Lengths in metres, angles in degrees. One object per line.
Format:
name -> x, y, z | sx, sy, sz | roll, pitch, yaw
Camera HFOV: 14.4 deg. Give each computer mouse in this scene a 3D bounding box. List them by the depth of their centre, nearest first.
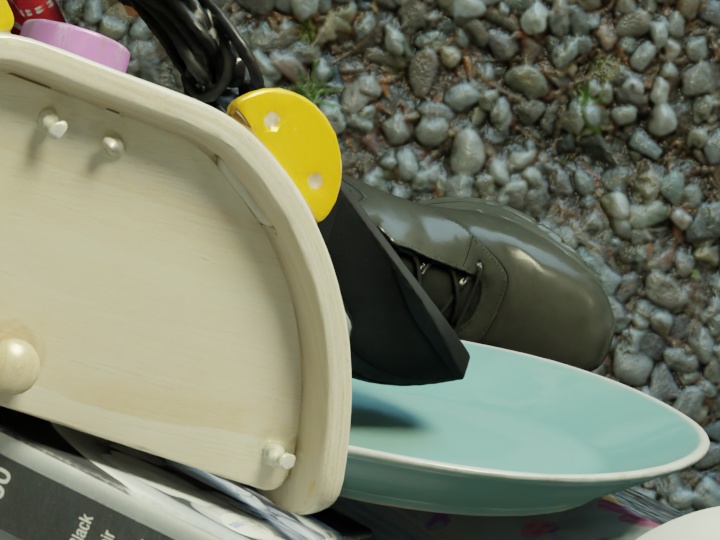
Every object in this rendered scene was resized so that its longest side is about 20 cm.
computer mouse -> -0.044, -0.038, 0.900 | 0.141, 0.046, 0.200 | 48, -4, 42

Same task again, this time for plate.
plate -> 0.013, 0.049, 0.928 | 0.199, 0.026, 0.200 | 9, 10, -2

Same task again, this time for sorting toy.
sorting toy -> -0.110, -0.024, 0.804 | 0.199, 0.108, 0.180 | 20, 0, -26

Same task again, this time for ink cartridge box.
ink cartridge box -> -0.103, 0.055, 0.853 | 0.199, 0.044, 0.198 | 24, 1, 8

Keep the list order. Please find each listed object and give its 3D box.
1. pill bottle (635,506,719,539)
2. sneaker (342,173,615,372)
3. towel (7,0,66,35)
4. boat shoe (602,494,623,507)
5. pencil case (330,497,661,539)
pill bottle -> 0.105, 0.116, 0.724 | 0.111, 0.112, 0.200 | 25, 1, 17
sneaker -> 0.000, 0.000, 1.072 | 0.199, 0.076, 0.091 | 19, 10, -1
towel -> -0.111, -0.070, 0.932 | 0.201, 0.022, 0.145 | 64, -12, -20
boat shoe -> 0.090, 0.132, 1.172 | 0.200, 0.072, 0.068 | 36, -10, -35
pencil case -> 0.052, 0.103, 0.972 | 0.090, 0.084, 0.200 | 31, -2, -34
